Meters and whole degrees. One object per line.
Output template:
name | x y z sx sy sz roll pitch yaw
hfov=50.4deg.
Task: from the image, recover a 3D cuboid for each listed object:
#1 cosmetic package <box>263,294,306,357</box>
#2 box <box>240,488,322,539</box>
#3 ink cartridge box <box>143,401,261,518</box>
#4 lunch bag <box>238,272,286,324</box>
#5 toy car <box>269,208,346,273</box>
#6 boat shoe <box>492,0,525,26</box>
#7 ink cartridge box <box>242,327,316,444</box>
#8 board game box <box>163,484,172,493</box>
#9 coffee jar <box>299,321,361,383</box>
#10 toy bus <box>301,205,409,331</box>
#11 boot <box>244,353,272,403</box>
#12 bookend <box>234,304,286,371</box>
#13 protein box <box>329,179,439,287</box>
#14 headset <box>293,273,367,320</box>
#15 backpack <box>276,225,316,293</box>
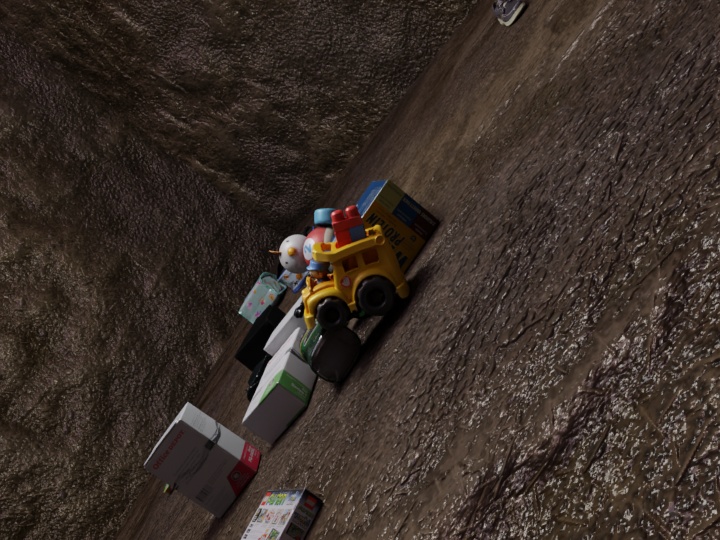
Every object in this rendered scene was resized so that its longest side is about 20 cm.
cosmetic package | -0.118 0.130 1.731 0.200 0.112 0.082 -47 11 28
box | -0.127 0.388 1.155 0.111 0.034 0.200 -60 11 -25
ink cartridge box | -0.330 0.396 1.605 0.146 0.198 0.084 -50 11 16
lunch bag | -0.380 0.106 3.014 0.172 0.121 0.200 -55 2 13
toy car | -0.136 -0.043 1.872 0.177 0.194 0.190 22 -113 -76
boat shoe | 0.413 -0.740 2.166 0.072 0.064 0.201 -50 12 12
ink cartridge box | -0.160 0.242 1.636 0.146 0.084 0.201 -48 12 30
board game box | -0.601 0.658 2.535 0.096 0.030 0.200 -55 7 8
coffee jar | -0.063 0.147 1.484 0.106 0.084 0.200 -57 11 -3
toy bus | -0.029 -0.010 1.373 0.195 0.196 0.136 -20 15 4
boot | -0.231 0.253 1.990 0.200 0.073 0.162 -55 7 3
bookend | -0.271 0.178 2.345 0.199 0.091 0.201 -46 12 34
protein box | 0.034 -0.064 1.570 0.201 0.134 0.200 -54 10 0
headset | -0.063 0.063 1.564 0.198 0.123 0.095 3 56 52
backpack | -0.171 -0.024 2.361 0.190 0.154 0.200 -44 5 8
